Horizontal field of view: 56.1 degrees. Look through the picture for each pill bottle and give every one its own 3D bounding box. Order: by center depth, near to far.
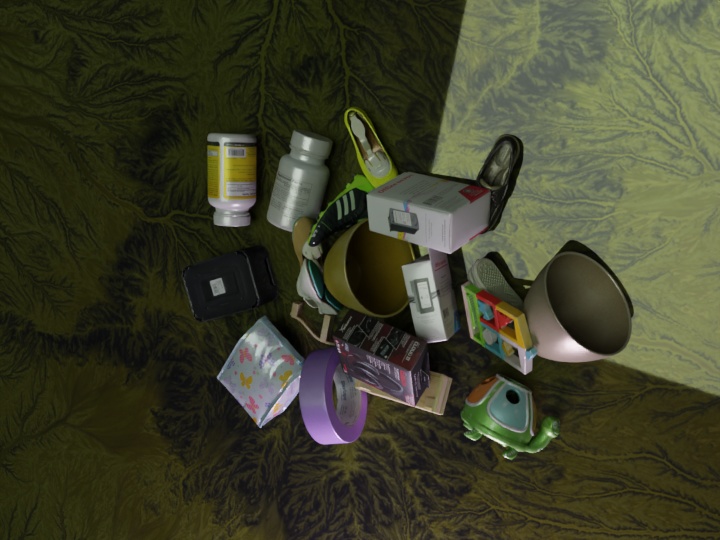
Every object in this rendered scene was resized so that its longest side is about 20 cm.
[{"bbox_3d":[-0.127,-0.193,1.461,0.113,0.114,0.204,23,108,19],"label":"pill bottle"},{"bbox_3d":[-0.292,-0.207,1.535,0.110,0.112,0.205,7,102,23],"label":"pill bottle"}]

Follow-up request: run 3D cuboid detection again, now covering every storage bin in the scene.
[{"bbox_3d":[-0.308,0.031,1.596,0.197,0.093,0.138,-15,93,25],"label":"storage bin"}]

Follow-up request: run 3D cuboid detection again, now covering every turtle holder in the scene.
[{"bbox_3d":[0.296,0.291,1.341,0.183,0.140,0.134,26,92,27],"label":"turtle holder"}]

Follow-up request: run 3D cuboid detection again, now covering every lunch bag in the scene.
[{"bbox_3d":[-0.213,0.229,1.572,0.169,0.127,0.201,43,123,14],"label":"lunch bag"}]

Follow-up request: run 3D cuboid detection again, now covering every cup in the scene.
[{"bbox_3d":[0.377,0.089,1.254,0.202,0.199,0.143,53,141,7],"label":"cup"}]

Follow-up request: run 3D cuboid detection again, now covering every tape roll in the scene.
[{"bbox_3d":[-0.056,0.270,1.462,0.064,0.199,0.205,-9,96,25],"label":"tape roll"}]

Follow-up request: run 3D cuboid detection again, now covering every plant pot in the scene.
[{"bbox_3d":[0.000,0.000,1.411,0.141,0.198,0.204,-10,96,49],"label":"plant pot"}]

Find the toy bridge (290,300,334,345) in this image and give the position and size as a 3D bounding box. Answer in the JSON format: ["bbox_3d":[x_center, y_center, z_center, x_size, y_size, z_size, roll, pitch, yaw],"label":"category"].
[{"bbox_3d":[-0.077,0.130,1.543,0.197,0.027,0.069,19,108,21],"label":"toy bridge"}]

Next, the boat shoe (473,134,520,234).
[{"bbox_3d":[0.252,-0.166,1.319,0.072,0.065,0.204,20,108,18],"label":"boat shoe"}]

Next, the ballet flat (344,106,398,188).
[{"bbox_3d":[0.019,-0.250,1.405,0.066,0.067,0.203,-27,87,6],"label":"ballet flat"}]

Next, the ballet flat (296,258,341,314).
[{"bbox_3d":[-0.101,0.045,1.455,0.068,0.201,0.071,-9,59,16],"label":"ballet flat"}]

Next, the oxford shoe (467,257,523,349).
[{"bbox_3d":[0.279,0.066,1.357,0.202,0.075,0.058,58,160,-3],"label":"oxford shoe"}]

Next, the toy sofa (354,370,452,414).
[{"bbox_3d":[0.094,0.245,1.465,0.196,0.098,0.084,13,80,22],"label":"toy sofa"}]

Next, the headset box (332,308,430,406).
[{"bbox_3d":[0.053,0.179,1.357,0.197,0.078,0.150,23,150,23],"label":"headset box"}]

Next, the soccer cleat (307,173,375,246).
[{"bbox_3d":[-0.033,-0.116,1.408,0.081,0.068,0.201,38,69,5],"label":"soccer cleat"}]

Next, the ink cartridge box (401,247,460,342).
[{"bbox_3d":[0.142,0.034,1.377,0.067,0.116,0.204,-10,94,24],"label":"ink cartridge box"}]

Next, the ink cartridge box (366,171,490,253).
[{"bbox_3d":[0.132,-0.117,1.308,0.198,0.147,0.087,18,125,38],"label":"ink cartridge box"}]

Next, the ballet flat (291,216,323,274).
[{"bbox_3d":[-0.102,-0.031,1.464,0.063,0.068,0.202,42,154,33],"label":"ballet flat"}]

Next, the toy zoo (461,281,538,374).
[{"bbox_3d":[0.270,0.114,1.298,0.199,0.020,0.133,34,145,55],"label":"toy zoo"}]
